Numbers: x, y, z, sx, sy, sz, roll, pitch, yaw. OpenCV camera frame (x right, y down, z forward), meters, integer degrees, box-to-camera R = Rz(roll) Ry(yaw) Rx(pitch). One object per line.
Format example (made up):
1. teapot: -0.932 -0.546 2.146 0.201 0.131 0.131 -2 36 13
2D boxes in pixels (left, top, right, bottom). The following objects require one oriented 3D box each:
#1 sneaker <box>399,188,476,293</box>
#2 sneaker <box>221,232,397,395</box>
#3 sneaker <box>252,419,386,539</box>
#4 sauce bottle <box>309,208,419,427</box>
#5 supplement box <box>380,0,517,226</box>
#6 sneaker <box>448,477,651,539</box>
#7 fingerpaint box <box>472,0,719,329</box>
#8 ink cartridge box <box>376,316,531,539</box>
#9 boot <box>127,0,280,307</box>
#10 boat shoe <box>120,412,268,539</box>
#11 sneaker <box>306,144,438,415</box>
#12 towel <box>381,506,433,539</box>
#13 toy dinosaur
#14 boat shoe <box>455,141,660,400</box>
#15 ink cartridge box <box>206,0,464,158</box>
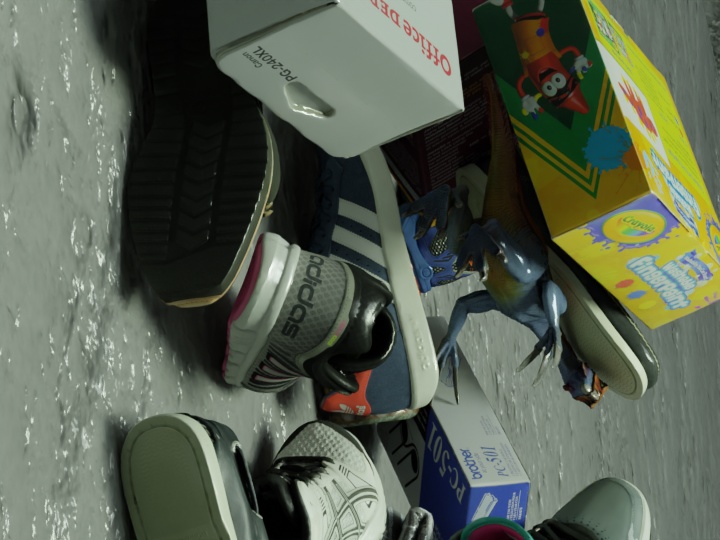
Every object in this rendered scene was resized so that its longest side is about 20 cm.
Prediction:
1. sneaker: 0.071 -0.045 1.968 0.200 0.078 0.076 -76 156 -53
2. sneaker: -0.025 0.036 1.455 0.200 0.087 0.074 100 12 -76
3. sneaker: -0.034 0.138 1.481 0.200 0.075 0.088 -77 156 -54
4. sauce bottle: 0.000 0.000 1.699 0.065 0.064 0.201 -3 88 -76
5. supplement box: 0.046 -0.132 1.752 0.111 0.085 0.200 54 -10 23
6. sneaker: 0.108 0.179 1.590 0.200 0.083 0.121 -54 147 -29
7. fingerpaint box: 0.157 -0.074 1.647 0.200 0.073 0.167 35 33 -61
8. ink cartridge box: 0.059 0.122 1.722 0.200 0.044 0.094 -117 -152 -56
9. boot: -0.071 -0.041 1.435 0.139 0.077 0.201 71 19 -55
10. boat shoe: -0.071 0.169 1.329 0.066 0.074 0.200 -9 83 -64
11. sneaker: -0.016 -0.005 1.620 0.075 0.084 0.201 108 -32 -69
12. towel: 0.016 0.257 1.605 0.166 0.085 0.201 65 23 -53
13. toy dinosaur: 0.112 0.008 1.645 0.181 0.105 0.201 28 89 -50
14. boat shoe: 0.142 -0.004 1.727 0.200 0.067 0.072 55 -21 23
15. ink cartridge box: -0.019 -0.183 1.419 0.145 0.083 0.201 34 43 -53
